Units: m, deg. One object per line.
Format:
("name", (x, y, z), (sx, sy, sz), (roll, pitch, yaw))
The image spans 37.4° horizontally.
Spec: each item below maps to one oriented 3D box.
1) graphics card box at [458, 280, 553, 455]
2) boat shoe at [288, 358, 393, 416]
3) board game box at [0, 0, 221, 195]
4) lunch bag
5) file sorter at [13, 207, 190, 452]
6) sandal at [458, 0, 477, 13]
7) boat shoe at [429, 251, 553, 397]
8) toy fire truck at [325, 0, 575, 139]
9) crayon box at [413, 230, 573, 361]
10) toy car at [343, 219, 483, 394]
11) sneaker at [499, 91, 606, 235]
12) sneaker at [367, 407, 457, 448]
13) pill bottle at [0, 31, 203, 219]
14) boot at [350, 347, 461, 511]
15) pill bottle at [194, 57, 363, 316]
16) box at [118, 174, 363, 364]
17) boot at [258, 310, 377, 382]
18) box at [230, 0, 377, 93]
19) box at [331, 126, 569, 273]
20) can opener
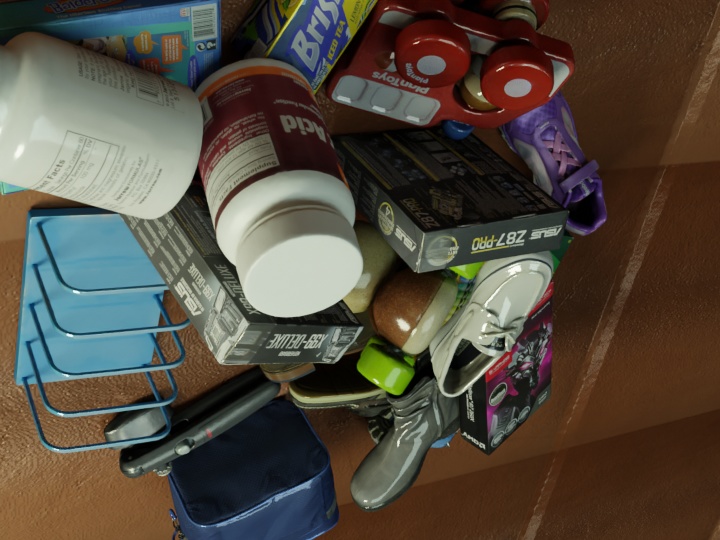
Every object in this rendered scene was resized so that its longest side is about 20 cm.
("graphics card box", (0.168, 0.106, 1.238), (0.125, 0.051, 0.201), (-37, 140, -30))
("boat shoe", (0.006, 0.142, 1.263), (0.199, 0.073, 0.065), (-6, 124, -28))
("board game box", (-0.216, -0.156, 0.895), (0.199, 0.045, 0.153), (-14, 133, -22))
("lunch bag", (-0.128, 0.263, 1.234), (0.199, 0.136, 0.133), (-22, 134, -13))
("file sorter", (-0.239, 0.057, 1.004), (0.138, 0.123, 0.201), (-4, 128, -28))
("sandal", (0.129, -0.229, 1.031), (0.076, 0.043, 0.201), (-23, 130, 7))
("boat shoe", (0.129, 0.055, 1.064), (0.072, 0.066, 0.200), (19, 134, -23))
("toy fire truck", (0.084, -0.190, 0.983), (0.199, 0.113, 0.168), (13, 149, -18))
("crayon box", (0.130, 0.021, 1.247), (0.172, 0.058, 0.201), (4, 123, -34))
("toy car", (0.000, 0.000, 1.085), (0.199, 0.158, 0.165), (32, 93, 1))
("sneaker", (0.217, -0.117, 1.149), (0.080, 0.089, 0.201), (-30, 121, -2))
("sneaker", (0.106, 0.174, 1.362), (0.199, 0.079, 0.089), (-25, 146, -3))
("pill bottle", (-0.230, -0.115, 0.805), (0.199, 0.114, 0.115), (15, 117, -38))
("boot", (0.047, 0.176, 1.237), (0.200, 0.070, 0.132), (-47, 145, -18))
("pill bottle", (-0.069, -0.069, 0.871), (0.114, 0.201, 0.114), (-13, 143, -10))
("box", (-0.108, -0.004, 0.951), (0.050, 0.200, 0.157), (-51, 151, 22))
("boot", (-0.033, 0.042, 1.153), (0.199, 0.075, 0.097), (-32, 139, -2))
("box", (-0.025, -0.253, 0.919), (0.070, 0.064, 0.200), (20, 114, -41))
("box", (0.079, -0.077, 1.031), (0.160, 0.200, 0.049), (-8, 125, -27))
("can opener", (-0.179, 0.166, 1.175), (0.199, 0.063, 0.079), (-22, 134, -13))
